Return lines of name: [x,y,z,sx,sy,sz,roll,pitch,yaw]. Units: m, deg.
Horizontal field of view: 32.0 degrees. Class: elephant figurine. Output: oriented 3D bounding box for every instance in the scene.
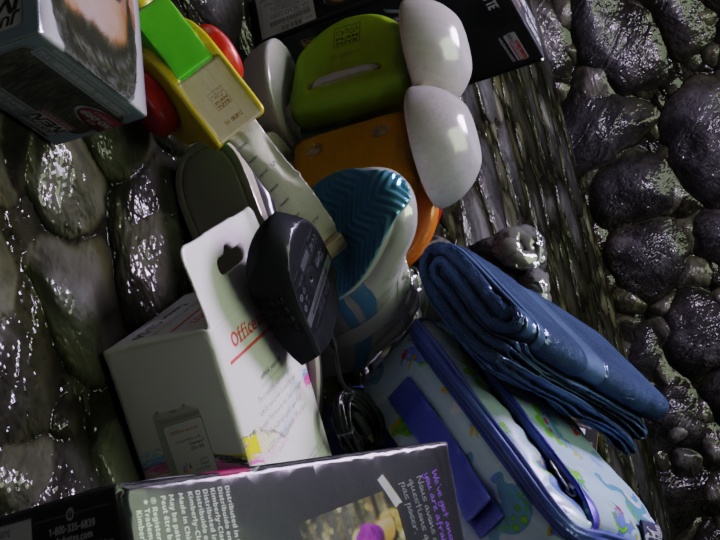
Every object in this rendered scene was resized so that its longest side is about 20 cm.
elephant figurine: [0.043,0.024,0.975,0.156,0.196,0.144,89,2,-64]

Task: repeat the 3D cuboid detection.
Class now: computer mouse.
computer mouse: [-0.025,0.046,0.729,0.059,0.033,0.202,-72,152,-44]

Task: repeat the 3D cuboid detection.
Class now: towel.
towel: [0.120,0.052,0.834,0.199,0.049,0.112,28,16,-44]

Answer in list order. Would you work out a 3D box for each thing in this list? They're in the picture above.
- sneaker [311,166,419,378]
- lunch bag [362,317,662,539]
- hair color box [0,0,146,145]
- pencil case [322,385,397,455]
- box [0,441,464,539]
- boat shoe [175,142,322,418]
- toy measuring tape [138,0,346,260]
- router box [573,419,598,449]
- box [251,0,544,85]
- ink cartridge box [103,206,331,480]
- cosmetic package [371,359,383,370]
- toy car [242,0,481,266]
sneaker: [0.000,0.000,0.801,0.201,0.080,0.077,120,-43,-54]
lunch bag: [0.097,0.126,0.815,0.160,0.083,0.201,26,21,-47]
hair color box: [-0.163,-0.179,0.638,0.099,0.060,0.203,37,43,-64]
pencil case: [0.049,0.165,0.901,0.199,0.078,0.087,39,16,-25]
box: [-0.054,0.141,0.536,0.198,0.121,0.108,3,72,-51]
boat shoe: [-0.060,0.015,0.795,0.063,0.072,0.203,-1,73,-69]
toy measuring tape: [-0.082,-0.083,0.752,0.201,0.073,0.074,52,20,-1]
router box: [0.195,0.265,1.285,0.157,0.051,0.203,-59,161,-66]
box: [0.037,-0.202,1.051,0.200,0.195,0.051,34,44,-65]
ink cartridge box: [-0.075,0.077,0.704,0.116,0.066,0.203,-43,119,-70]
cosmetic package: [0.105,0.180,1.101,0.200,0.121,0.203,41,38,-59]
toy car: [0.007,-0.087,0.908,0.150,0.172,0.203,55,26,-50]
